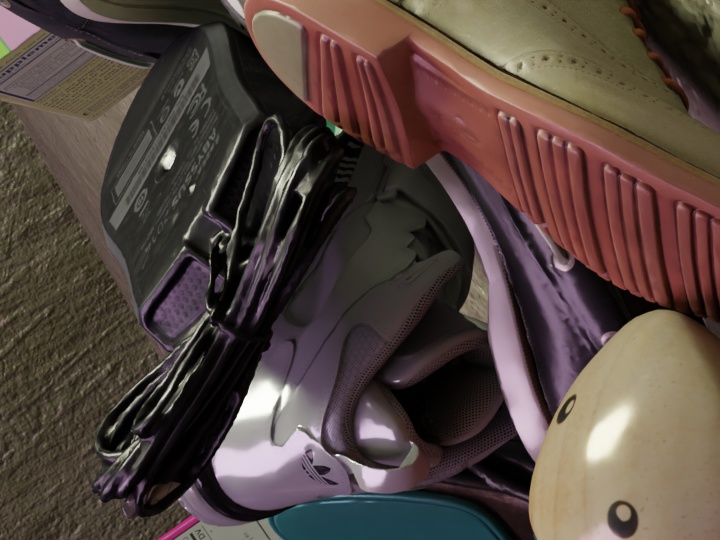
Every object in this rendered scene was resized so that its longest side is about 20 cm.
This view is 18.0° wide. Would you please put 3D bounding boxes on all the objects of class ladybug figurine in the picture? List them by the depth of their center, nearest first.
[{"bbox_3d":[0.100,0.100,0.646,0.200,0.072,0.136,63,-179,-38],"label":"ladybug figurine"}]

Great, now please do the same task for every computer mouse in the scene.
[{"bbox_3d":[-0.043,-0.014,0.752,0.053,0.139,0.200,25,-160,-21],"label":"computer mouse"}]

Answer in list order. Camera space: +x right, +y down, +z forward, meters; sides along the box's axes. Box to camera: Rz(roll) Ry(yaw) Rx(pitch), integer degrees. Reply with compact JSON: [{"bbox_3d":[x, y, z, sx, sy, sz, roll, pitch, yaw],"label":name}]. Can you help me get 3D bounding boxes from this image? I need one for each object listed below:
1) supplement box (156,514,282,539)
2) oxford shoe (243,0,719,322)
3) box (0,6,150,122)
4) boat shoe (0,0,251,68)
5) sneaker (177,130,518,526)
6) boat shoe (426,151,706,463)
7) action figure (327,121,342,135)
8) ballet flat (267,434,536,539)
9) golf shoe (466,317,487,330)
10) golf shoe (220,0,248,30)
[{"bbox_3d":[-0.005,0.132,1.164,0.104,0.200,0.101,56,171,8],"label":"supplement box"},{"bbox_3d":[0.063,-0.051,0.625,0.200,0.074,0.071,32,158,22],"label":"oxford shoe"},{"bbox_3d":[-0.182,-0.181,1.189,0.176,0.096,0.200,56,-171,7],"label":"box"},{"bbox_3d":[-0.070,-0.110,0.880,0.200,0.067,0.072,11,-102,-54],"label":"boat shoe"},{"bbox_3d":[0.021,0.008,0.786,0.115,0.200,0.075,-4,130,45],"label":"sneaker"},{"bbox_3d":[0.060,-0.031,0.711,0.060,0.074,0.201,-14,96,36],"label":"boat shoe"},{"bbox_3d":[0.000,0.000,0.900,0.118,0.054,0.201,-165,77,-68],"label":"action figure"},{"bbox_3d":[0.063,0.077,0.799,0.199,0.069,0.068,5,144,29],"label":"ballet flat"},{"bbox_3d":[0.062,0.057,0.933,0.200,0.078,0.095,36,158,36],"label":"golf shoe"},{"bbox_3d":[-0.035,-0.148,0.768,0.200,0.078,0.095,51,169,26],"label":"golf shoe"}]
